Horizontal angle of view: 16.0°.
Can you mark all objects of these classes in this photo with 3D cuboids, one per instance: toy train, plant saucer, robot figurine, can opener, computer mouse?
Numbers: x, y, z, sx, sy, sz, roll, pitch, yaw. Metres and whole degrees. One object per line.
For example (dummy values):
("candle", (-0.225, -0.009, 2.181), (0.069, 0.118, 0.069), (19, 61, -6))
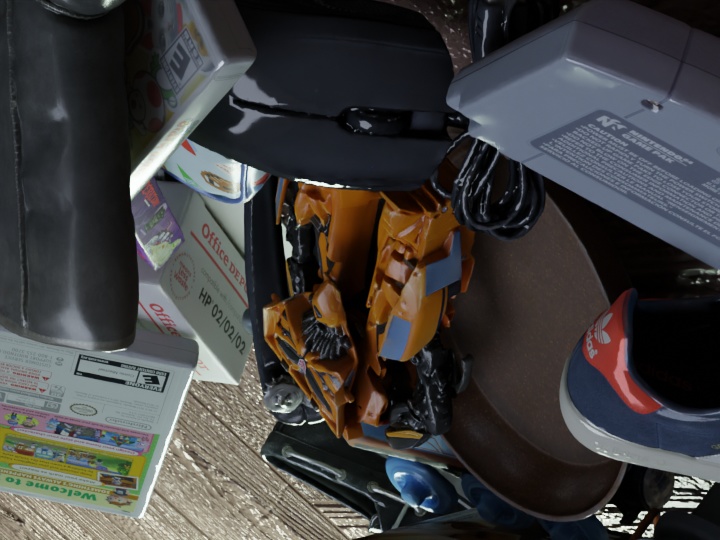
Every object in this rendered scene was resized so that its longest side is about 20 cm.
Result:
("toy train", (0.075, 0.079, 1.367), (0.199, 0.087, 0.115), (12, 143, 42))
("plant saucer", (0.075, 0.021, 1.223), (0.200, 0.034, 0.201), (38, 141, 39))
("robot figurine", (0.000, 0.000, 1.238), (0.145, 0.058, 0.201), (51, 148, 30))
("can opener", (-0.037, 0.007, 1.392), (0.063, 0.079, 0.201), (-2, 135, 9))
("computer mouse", (-0.017, -0.082, 1.094), (0.199, 0.053, 0.139), (13, 125, 15))

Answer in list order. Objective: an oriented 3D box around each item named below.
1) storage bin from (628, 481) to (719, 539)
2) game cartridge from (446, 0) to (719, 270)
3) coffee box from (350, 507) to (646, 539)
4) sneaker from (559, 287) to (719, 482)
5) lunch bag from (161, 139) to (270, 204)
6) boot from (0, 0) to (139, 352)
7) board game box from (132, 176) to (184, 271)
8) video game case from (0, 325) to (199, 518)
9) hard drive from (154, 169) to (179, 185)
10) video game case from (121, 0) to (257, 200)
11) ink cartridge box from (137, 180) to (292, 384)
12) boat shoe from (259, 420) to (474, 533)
("storage bin", (0.210, 0.135, 1.203), (0.145, 0.135, 0.200), (26, 156, 24))
("game cartridge", (0.145, -0.043, 1.017), (0.199, 0.041, 0.133), (27, 165, -18))
("coffee box", (0.056, 0.184, 1.365), (0.114, 0.080, 0.199), (9, -172, 34))
("sneaker", (0.188, 0.051, 1.088), (0.198, 0.075, 0.085), (7, 143, -6))
("lunch bag", (-0.095, -0.122, 1.231), (0.160, 0.076, 0.200), (36, 160, 8))
("boot", (-0.109, -0.065, 1.034), (0.072, 0.202, 0.182), (0, -170, -27))
("board game box", (-0.178, -0.087, 1.334), (0.200, 0.032, 0.120), (41, 166, 15))
("video game case", (-0.205, 0.073, 1.461), (0.199, 0.022, 0.182), (12, 145, -8))
("hard drive", (-0.155, -0.079, 1.459), (0.139, 0.038, 0.200), (31, 157, 14))
("video game case", (-0.133, -0.129, 1.121), (0.182, 0.023, 0.201), (-43, 67, 47))
("ink cartridge box", (-0.130, 0.004, 1.445), (0.199, 0.068, 0.115), (5, 152, 27))
("boat shoe", (0.029, 0.149, 1.598), (0.199, 0.068, 0.074), (35, 159, 5))
